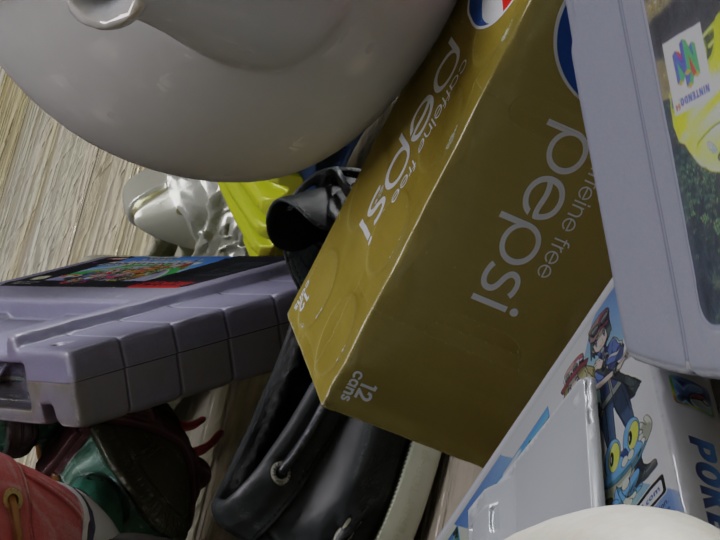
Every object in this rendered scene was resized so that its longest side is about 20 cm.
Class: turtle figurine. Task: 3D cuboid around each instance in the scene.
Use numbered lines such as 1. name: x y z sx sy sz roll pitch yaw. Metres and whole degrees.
1. turtle figurine: -0.104 0.085 0.975 0.101 0.150 0.200 -45 31 11

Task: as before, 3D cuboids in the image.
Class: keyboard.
1. keyboard: 0.043 0.111 0.619 0.056 0.011 0.200 -49 26 36

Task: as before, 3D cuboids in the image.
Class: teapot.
1. teapot: -0.065 -0.128 0.785 0.200 0.146 0.198 -17 63 54

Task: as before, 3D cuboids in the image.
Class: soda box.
1. soda box: 0.053 -0.048 0.752 0.201 0.064 0.068 -64 18 16

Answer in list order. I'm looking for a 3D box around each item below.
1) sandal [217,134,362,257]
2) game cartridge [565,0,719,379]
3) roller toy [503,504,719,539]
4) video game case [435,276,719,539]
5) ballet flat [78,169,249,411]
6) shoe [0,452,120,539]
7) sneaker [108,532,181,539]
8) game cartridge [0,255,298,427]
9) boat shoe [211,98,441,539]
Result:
1. sandal: -0.006 -0.078 0.954 0.200 0.087 0.080 104 148 -47
2. game cartridge: 0.099 -0.046 0.576 0.200 0.041 0.134 148 110 -67
3. roller toy: 0.051 0.136 0.418 0.200 0.139 0.183 -39 33 58
4. video game case: 0.036 0.124 0.674 0.200 0.022 0.183 -59 20 30
5. ballet flat: -0.076 0.000 1.080 0.200 0.072 0.072 -59 20 26
6. shoe: -0.128 0.141 0.788 0.071 0.091 0.201 -14 55 34
7. sneaker: -0.034 0.134 0.685 0.076 0.090 0.200 -61 20 16
8. game cartridge: -0.102 0.021 0.960 0.200 0.129 0.039 0 106 52
9. boat shoe: -0.001 0.001 0.852 0.074 0.066 0.200 -24 47 66
